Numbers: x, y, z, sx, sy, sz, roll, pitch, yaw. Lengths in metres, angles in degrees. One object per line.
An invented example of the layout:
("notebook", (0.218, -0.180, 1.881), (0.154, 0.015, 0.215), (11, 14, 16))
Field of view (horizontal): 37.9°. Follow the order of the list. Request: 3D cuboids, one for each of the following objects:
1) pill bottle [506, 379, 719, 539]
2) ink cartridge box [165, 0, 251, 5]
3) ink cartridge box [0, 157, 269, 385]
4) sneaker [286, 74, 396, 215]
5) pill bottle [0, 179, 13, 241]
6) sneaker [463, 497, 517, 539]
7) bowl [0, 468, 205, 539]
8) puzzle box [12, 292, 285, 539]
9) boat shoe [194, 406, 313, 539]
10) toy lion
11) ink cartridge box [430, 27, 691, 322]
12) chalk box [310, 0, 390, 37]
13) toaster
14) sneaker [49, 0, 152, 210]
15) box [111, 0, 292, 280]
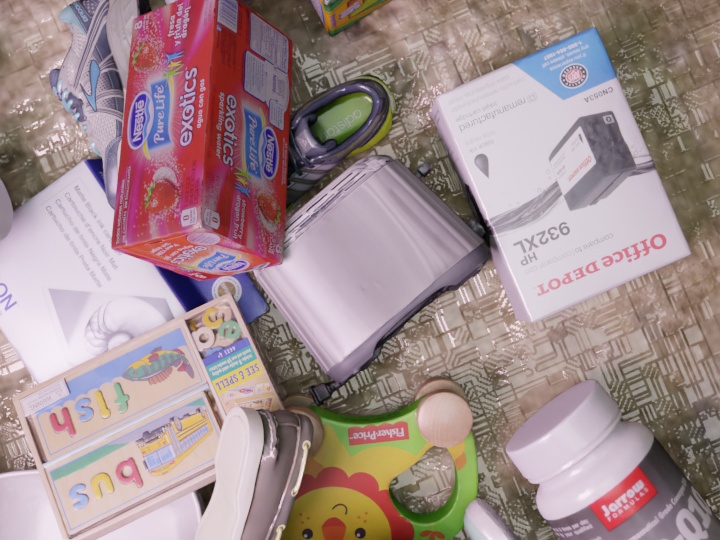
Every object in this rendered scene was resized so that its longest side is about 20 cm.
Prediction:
("pill bottle", (0.216, 0.197, 0.855), (0.114, 0.114, 0.200), (-38, 89, 1))
("ink cartridge box", (-0.141, -0.306, 0.845), (0.047, 0.160, 0.201), (-25, 90, -28))
("ink cartridge box", (-0.213, 0.012, 0.902), (0.199, 0.041, 0.200), (-36, 89, 0))
("sneaker", (-0.057, -0.100, 0.880), (0.200, 0.081, 0.074), (-40, 89, 1))
("pill bottle", (-0.387, -0.019, 0.847), (0.199, 0.113, 0.114), (-29, 89, 17))
("sneaker", (0.103, 0.295, 0.867), (0.118, 0.074, 0.201), (-26, 100, 1))
("bowl", (-0.221, 0.262, 0.884), (0.198, 0.075, 0.202), (0, 89, 1))
("puzzle box", (-0.166, 0.119, 0.844), (0.199, 0.025, 0.134), (-26, 72, -4))
("boat shoe", (-0.086, 0.195, 0.802), (0.060, 0.072, 0.203), (4, 115, -29))
("toy lion", (0.003, 0.199, 0.891), (0.198, 0.069, 0.193), (-7, 96, 1))
("ink cartridge box", (0.163, -0.075, 0.873), (0.144, 0.084, 0.201), (-23, 89, 1))
("chalk box", (0.028, -0.305, 0.859), (0.199, 0.125, 0.124), (-31, 89, 2))
("toaster", (0.000, 0.000, 0.863), (0.200, 0.114, 0.129), (-40, 83, 2))
("sneaker", (-0.214, -0.141, 0.885), (0.086, 0.078, 0.202), (-7, 73, 5))
("box", (-0.121, -0.103, 0.824), (0.095, 0.099, 0.202), (-11, 69, 33))
